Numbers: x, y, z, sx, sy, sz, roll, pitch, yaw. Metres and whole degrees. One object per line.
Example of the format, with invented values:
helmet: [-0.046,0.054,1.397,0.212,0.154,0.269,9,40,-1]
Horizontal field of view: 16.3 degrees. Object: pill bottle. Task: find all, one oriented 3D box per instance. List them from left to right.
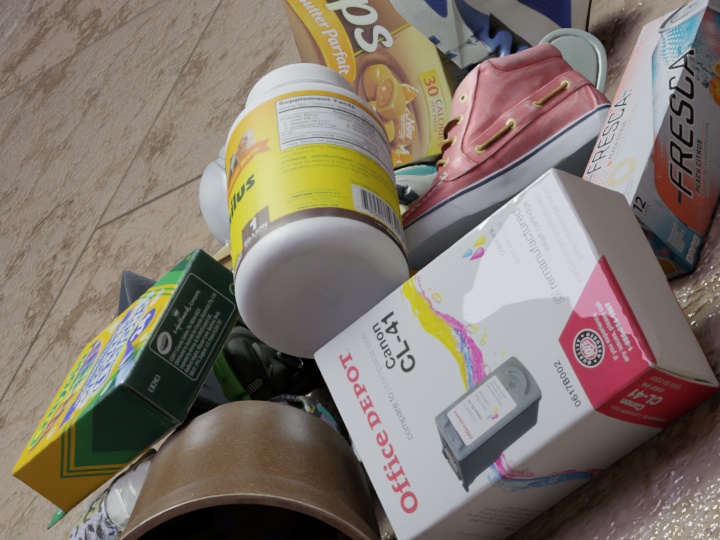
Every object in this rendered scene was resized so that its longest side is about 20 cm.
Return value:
pill bottle: [-0.031,-0.045,1.604,0.109,0.109,0.200,-39,33,23]

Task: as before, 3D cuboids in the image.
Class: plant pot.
plant pot: [-0.068,0.185,1.530,0.200,0.200,0.198,-44,16,13]

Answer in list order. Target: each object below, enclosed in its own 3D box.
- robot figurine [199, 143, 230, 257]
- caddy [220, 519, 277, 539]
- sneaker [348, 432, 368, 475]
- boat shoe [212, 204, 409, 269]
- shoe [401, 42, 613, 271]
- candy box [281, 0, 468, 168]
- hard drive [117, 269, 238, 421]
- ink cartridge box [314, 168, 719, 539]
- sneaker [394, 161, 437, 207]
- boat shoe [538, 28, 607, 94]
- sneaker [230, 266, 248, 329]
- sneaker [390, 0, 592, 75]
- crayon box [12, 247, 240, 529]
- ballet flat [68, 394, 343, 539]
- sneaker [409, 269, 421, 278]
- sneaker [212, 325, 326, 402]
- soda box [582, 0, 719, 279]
robot figurine: [-0.051,-0.083,2.014,0.200,0.113,0.170,-51,-18,-3]
caddy: [-0.143,0.204,1.731,0.141,0.105,0.200,-13,41,54]
sneaker: [0.016,0.097,1.664,0.200,0.076,0.081,-137,65,-75]
boat shoe: [-0.047,-0.005,1.858,0.200,0.073,0.063,-19,1,34]
shoe: [0.076,-0.071,1.667,0.200,0.071,0.091,-33,64,-12]
candy box: [0.013,-0.178,1.905,0.115,0.200,0.055,-16,4,29]
hard drive: [-0.115,0.074,1.864,0.042,0.135,0.200,-61,23,15]
ink cartridge box: [0.090,0.058,1.482,0.200,0.086,0.148,-38,60,23]
sneaker: [-0.008,-0.023,1.924,0.200,0.078,0.080,-27,12,34]
boat shoe: [0.129,-0.067,1.727,0.060,0.076,0.200,84,-155,-67]
sneaker: [0.000,0.000,1.723,0.200,0.070,0.108,-17,14,-32]
sneaker: [0.103,-0.206,1.845,0.115,0.199,0.081,-47,15,-28]
crayon box: [-0.162,0.082,1.688,0.200,0.052,0.126,-40,18,48]
ballet flat: [-0.109,0.133,1.652,0.200,0.072,0.072,-25,22,-3]
sneaker: [0.103,0.026,1.604,0.200,0.088,0.075,-3,77,32]
sneaker: [-0.048,0.057,1.773,0.084,0.077,0.200,-27,5,20]
soda box: [0.197,-0.082,1.616,0.068,0.064,0.200,-24,34,47]
